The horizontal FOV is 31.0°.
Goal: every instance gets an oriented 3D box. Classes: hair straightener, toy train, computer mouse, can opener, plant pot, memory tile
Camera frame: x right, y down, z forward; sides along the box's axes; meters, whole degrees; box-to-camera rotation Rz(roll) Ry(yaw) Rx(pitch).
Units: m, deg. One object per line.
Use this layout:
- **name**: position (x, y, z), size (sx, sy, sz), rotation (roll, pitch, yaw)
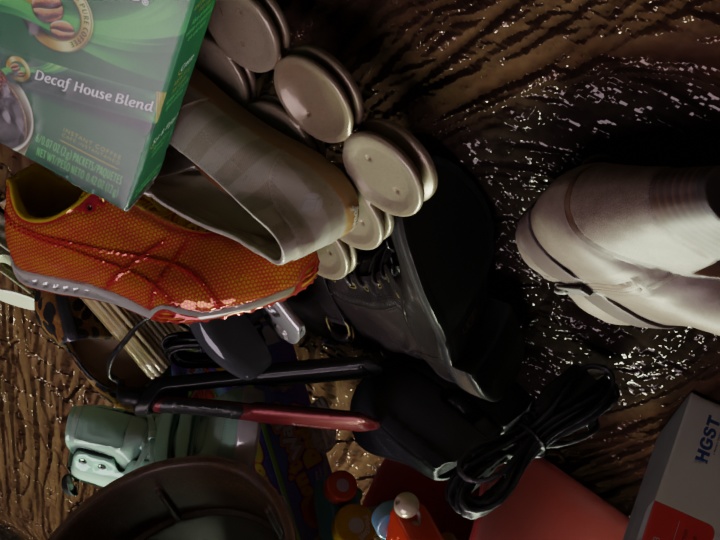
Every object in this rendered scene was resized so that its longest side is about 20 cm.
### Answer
- **hair straightener**: position (-0.079, 0.062, 0.852), size (0.198, 0.078, 0.041), rotation (0, 165, 21)
- **toy train**: position (0.017, 0.171, 0.839), size (0.055, 0.152, 0.200), rotation (-3, -155, -20)
- **computer mouse**: position (0.058, 0.083, 0.839), size (0.199, 0.138, 0.053), rotation (7, 128, 57)
- **can opener**: position (-0.104, -0.025, 0.782), size (0.201, 0.066, 0.053), rotation (55, 158, -11)
- **plant pot**: position (0.107, 0.220, 0.952), size (0.176, 0.202, 0.200), rotation (24, 155, -19)
- **plant pot**: position (-0.100, 0.265, 0.874), size (0.199, 0.201, 0.199), rotation (8, 142, 32)
- **memory tile**: position (-0.055, -0.088, 0.675), size (0.200, 0.017, 0.153), rotation (46, 151, 0)

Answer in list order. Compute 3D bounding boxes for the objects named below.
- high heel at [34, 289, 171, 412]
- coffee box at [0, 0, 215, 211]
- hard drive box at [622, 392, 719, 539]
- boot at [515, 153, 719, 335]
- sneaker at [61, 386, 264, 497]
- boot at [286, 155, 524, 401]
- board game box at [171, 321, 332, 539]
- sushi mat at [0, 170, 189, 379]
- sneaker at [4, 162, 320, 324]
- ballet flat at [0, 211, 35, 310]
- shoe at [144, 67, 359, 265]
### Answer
- **high heel**: position (-0.184, 0.071, 0.943), size (0.071, 0.143, 0.201), rotation (-18, 121, 1)
- **coffee box**: position (-0.127, -0.137, 0.592), size (0.122, 0.044, 0.201), rotation (28, 127, 1)
- **hard drive box**: position (0.259, 0.192, 0.782), size (0.198, 0.157, 0.077), rotation (22, 153, 7)
- **boot**: position (0.177, 0.009, 0.647), size (0.199, 0.071, 0.146), rotation (37, 158, -16)
- **sneaker**: position (-0.148, 0.125, 0.930), size (0.117, 0.074, 0.200), rotation (20, 148, -21)
- **boot**: position (0.000, 0.000, 0.783), size (0.173, 0.069, 0.201), rotation (17, 145, 35)
- **board game box**: position (-0.080, 0.145, 0.996), size (0.134, 0.045, 0.202), rotation (-18, 89, 54)
- **sushi mat**: position (-0.150, -0.015, 0.856), size (0.012, 0.096, 0.200), rotation (25, 157, 39)
- **sneaker**: position (-0.118, -0.019, 0.723), size (0.198, 0.073, 0.078), rotation (8, 117, 18)
- **ballet flat**: position (-0.294, -0.022, 1.004), size (0.199, 0.063, 0.068), rotation (29, 153, -2)
- **shoe**: position (-0.092, -0.064, 0.680), size (0.199, 0.053, 0.070), rotation (30, 148, 25)
